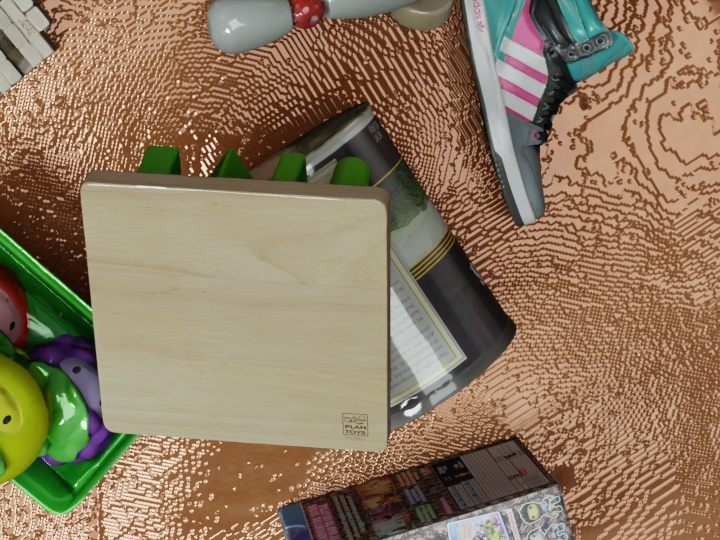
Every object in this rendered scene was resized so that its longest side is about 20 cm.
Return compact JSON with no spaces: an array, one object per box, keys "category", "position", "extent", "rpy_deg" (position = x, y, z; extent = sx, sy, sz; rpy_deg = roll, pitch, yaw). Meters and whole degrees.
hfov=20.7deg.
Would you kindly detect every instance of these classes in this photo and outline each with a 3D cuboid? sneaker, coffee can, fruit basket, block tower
[{"category":"sneaker","position":[0.147,-0.140,1.470],"extent":[0.120,0.084,0.200],"rpy_deg":[-11,98,4]},{"category":"coffee can","position":[0.000,0.000,1.435],"extent":[0.146,0.146,0.200],"rpy_deg":[-34,100,-1]},{"category":"fruit basket","position":[-0.250,0.077,1.390],"extent":[0.216,0.216,0.156],"rpy_deg":[41,91,-10]},{"category":"block tower","position":[-0.307,-0.124,1.429],"extent":[0.200,0.058,0.054],"rpy_deg":[-40,99,1]}]

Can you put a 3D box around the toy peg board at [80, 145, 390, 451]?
[{"category":"toy peg board","position":[-0.074,0.009,1.337],"extent":[0.200,0.098,0.199],"rpy_deg":[4,123,8]}]

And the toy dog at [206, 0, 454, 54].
[{"category":"toy dog","position":[-0.021,-0.224,1.426],"extent":[0.200,0.096,0.132],"rpy_deg":[-5,141,-34]}]

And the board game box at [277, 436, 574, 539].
[{"category":"board game box","position":[0.050,0.212,1.463],"extent":[0.200,0.159,0.097],"rpy_deg":[-16,99,-4]}]
